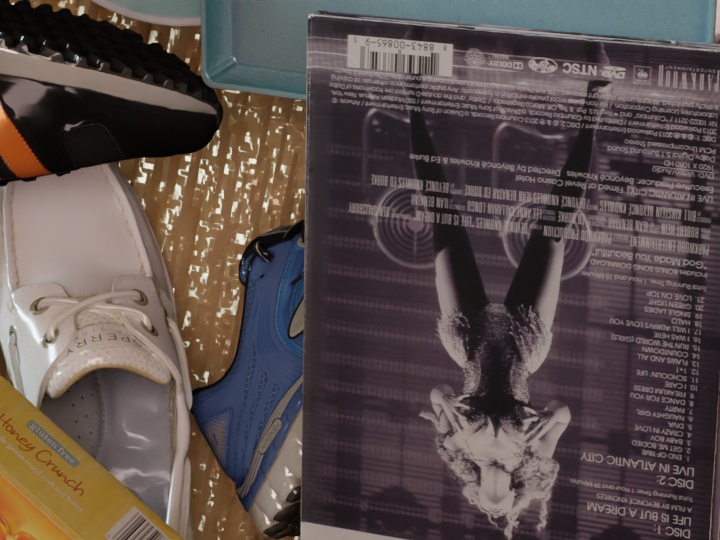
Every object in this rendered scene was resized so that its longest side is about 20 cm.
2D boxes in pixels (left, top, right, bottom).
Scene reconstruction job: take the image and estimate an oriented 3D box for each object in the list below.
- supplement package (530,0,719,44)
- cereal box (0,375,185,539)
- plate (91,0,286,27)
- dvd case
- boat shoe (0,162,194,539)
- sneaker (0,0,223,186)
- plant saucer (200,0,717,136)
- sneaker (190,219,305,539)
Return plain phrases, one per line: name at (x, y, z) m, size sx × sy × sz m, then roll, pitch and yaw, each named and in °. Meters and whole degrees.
supplement package at (0.141, -0.151, 0.867) m, size 0.199 × 0.121 × 0.120 m, roll -28°, pitch 88°, yaw 3°
cereal box at (-0.154, 0.123, 0.865) m, size 0.144 × 0.040 × 0.200 m, roll 40°, pitch 128°, yaw 4°
plate at (-0.054, -0.190, 0.900) m, size 0.199 × 0.026 × 0.201 m, roll -1°, pitch 88°, yaw 27°
dvd case at (0.051, 0.018, 0.808) m, size 0.148 × 0.016 × 0.201 m, roll 7°, pitch 106°, yaw 21°
boat shoe at (-0.094, 0.035, 0.889) m, size 0.070 × 0.069 × 0.201 m, roll -12°, pitch 79°, yaw -13°
sneaker at (-0.151, -0.050, 0.871) m, size 0.199 × 0.070 × 0.090 m, roll 7°, pitch 110°, yaw -22°
plant saucer at (0.031, -0.086, 0.822) m, size 0.199 × 0.019 × 0.070 m, roll 11°, pitch 111°, yaw 30°
sneaker at (0.000, 0.000, 0.882) m, size 0.089 × 0.078 × 0.200 m, roll 44°, pitch 108°, yaw 23°
